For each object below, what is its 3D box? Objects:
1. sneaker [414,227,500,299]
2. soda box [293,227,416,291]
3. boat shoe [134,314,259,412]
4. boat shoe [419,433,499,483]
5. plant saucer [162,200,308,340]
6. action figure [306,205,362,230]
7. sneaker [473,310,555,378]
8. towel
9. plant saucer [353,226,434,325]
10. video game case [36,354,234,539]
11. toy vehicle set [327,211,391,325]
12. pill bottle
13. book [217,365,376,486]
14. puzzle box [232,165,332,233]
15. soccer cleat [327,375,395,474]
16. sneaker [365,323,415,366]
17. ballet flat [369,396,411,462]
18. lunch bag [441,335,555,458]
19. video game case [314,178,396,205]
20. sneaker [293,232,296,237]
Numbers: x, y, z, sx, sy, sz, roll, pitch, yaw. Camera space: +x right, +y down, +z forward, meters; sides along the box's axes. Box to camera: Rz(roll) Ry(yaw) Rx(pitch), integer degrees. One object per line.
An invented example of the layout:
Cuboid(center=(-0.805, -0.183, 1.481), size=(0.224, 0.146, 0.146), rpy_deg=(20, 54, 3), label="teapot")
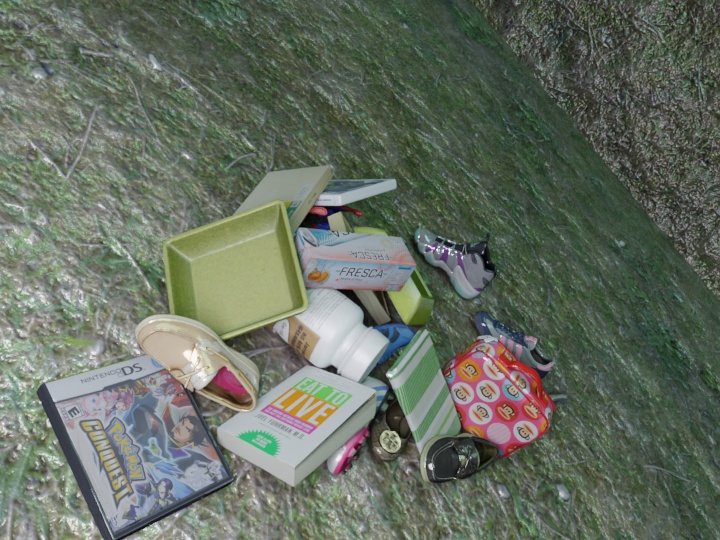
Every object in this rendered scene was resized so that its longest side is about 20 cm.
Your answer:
Cuboid(center=(0.223, -0.048, 1.544), size=(0.200, 0.140, 0.078), rpy_deg=(44, 35, -5), label="sneaker")
Cuboid(center=(-0.013, -0.015, 1.104), size=(0.198, 0.064, 0.069), rpy_deg=(4, 42, -35), label="soda box")
Cuboid(center=(-0.206, 0.126, 0.932), size=(0.199, 0.074, 0.070), rpy_deg=(35, 21, -36), label="boat shoe")
Cuboid(center=(0.167, 0.307, 1.171), size=(0.200, 0.065, 0.073), rpy_deg=(6, 79, -55), label="boat shoe")
Cuboid(center=(-0.181, 0.015, 1.038), size=(0.048, 0.198, 0.202), rpy_deg=(67, 5, -57), label="plant saucer")
Cuboid(center=(-0.035, -0.086, 1.320), size=(0.098, 0.066, 0.200), rpy_deg=(15, 9, 6), label="action figure")
Cuboid(center=(0.333, 0.149, 1.519), size=(0.200, 0.082, 0.070), rpy_deg=(44, 35, -4), label="sneaker")
Cuboid(center=(0.110, 0.221, 1.191), size=(0.153, 0.023, 0.202), rpy_deg=(-44, 117, -53), label="towel")
Cuboid(center=(0.075, 0.004, 1.334), size=(0.201, 0.048, 0.200), rpy_deg=(61, 12, 11), label="plant saucer")
Cuboid(center=(-0.270, 0.204, 0.869), size=(0.180, 0.025, 0.201), rpy_deg=(-12, 65, -52), label="video game case")
Cuboid(center=(0.000, 0.000, 1.268), size=(0.200, 0.026, 0.125), rpy_deg=(56, 16, -55), label="toy vehicle set")
Cuboid(center=(-0.058, 0.084, 1.102), size=(0.199, 0.115, 0.114), rpy_deg=(37, 33, 10), label="pill bottle")
Cuboid(center=(-0.084, 0.209, 0.992), size=(0.132, 0.049, 0.199), rpy_deg=(19, 29, 27), label="book")
Cuboid(center=(-0.142, -0.115, 1.221), size=(0.201, 0.131, 0.026), rpy_deg=(-61, 141, -46), label="puzzle box")
Cuboid(center=(-0.019, 0.231, 1.089), size=(0.086, 0.070, 0.200), rpy_deg=(29, 34, 10), label="soccer cleat")
Cuboid(center=(0.025, 0.136, 1.227), size=(0.199, 0.066, 0.079), rpy_deg=(2, 66, -46), label="sneaker")
Cuboid(center=(0.070, 0.241, 1.179), size=(0.067, 0.046, 0.200), rpy_deg=(47, 34, -2), label="ballet flat")
Cuboid(center=(0.246, 0.223, 1.271), size=(0.200, 0.176, 0.082), rpy_deg=(48, 35, 2), label="lunch bag")
Cuboid(center=(-0.057, -0.149, 1.337), size=(0.199, 0.180, 0.024), rpy_deg=(-25, 114, -54), label="video game case")
Cuboid(center=(-0.114, -0.021, 1.227), size=(0.075, 0.082, 0.200), rpy_deg=(-34, 61, -25), label="sneaker")
